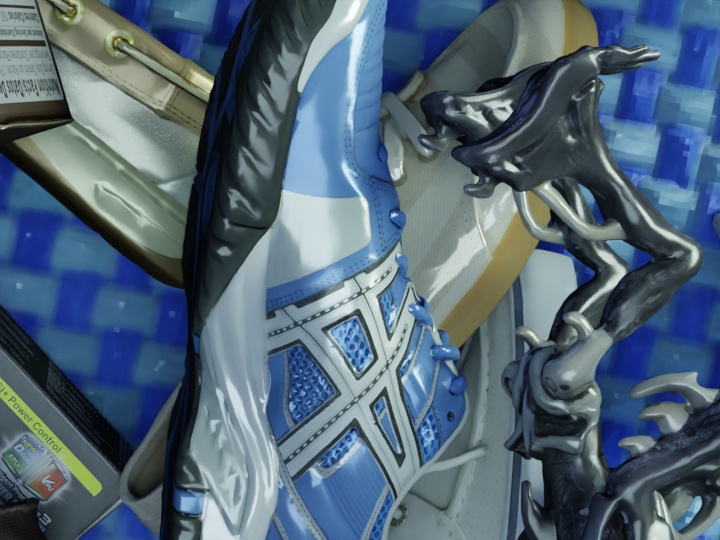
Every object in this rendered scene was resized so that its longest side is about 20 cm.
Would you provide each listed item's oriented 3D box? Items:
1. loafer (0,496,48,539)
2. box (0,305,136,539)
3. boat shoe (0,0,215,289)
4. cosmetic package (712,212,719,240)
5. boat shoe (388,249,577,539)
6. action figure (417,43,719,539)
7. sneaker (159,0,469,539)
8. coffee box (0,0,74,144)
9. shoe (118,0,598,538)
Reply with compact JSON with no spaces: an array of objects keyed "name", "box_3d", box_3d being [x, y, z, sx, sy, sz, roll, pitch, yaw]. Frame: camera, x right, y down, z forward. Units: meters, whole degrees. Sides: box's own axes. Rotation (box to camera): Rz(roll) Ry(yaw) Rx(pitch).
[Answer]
[{"name":"loafer","box_3d":[-0.177,0.057,0.762,0.200,0.073,0.071,9,82,-15]},{"name":"box","box_3d":[-0.190,0.040,0.818,0.160,0.044,0.200,-42,102,4]},{"name":"boat shoe","box_3d":[-0.104,-0.080,0.792,0.200,0.074,0.066,42,83,-13]},{"name":"cosmetic package","box_3d":[0.217,-0.016,0.806,0.200,0.113,0.081,-27,103,0]},{"name":"boat shoe","box_3d":[0.015,0.088,0.836,0.086,0.075,0.202,7,111,-2]},{"name":"action figure","box_3d":[0.082,0.039,0.734,0.102,0.119,0.200,-15,92,-11]},{"name":"sneaker","box_3d":[-0.009,0.011,0.750,0.077,0.076,0.200,5,106,-7]},{"name":"coffee box","box_3d":[-0.163,-0.115,0.702,0.114,0.080,0.200,-16,91,13]},{"name":"shoe","box_3d":[0.000,0.000,0.804,0.053,0.070,0.200,30,95,-29]}]
